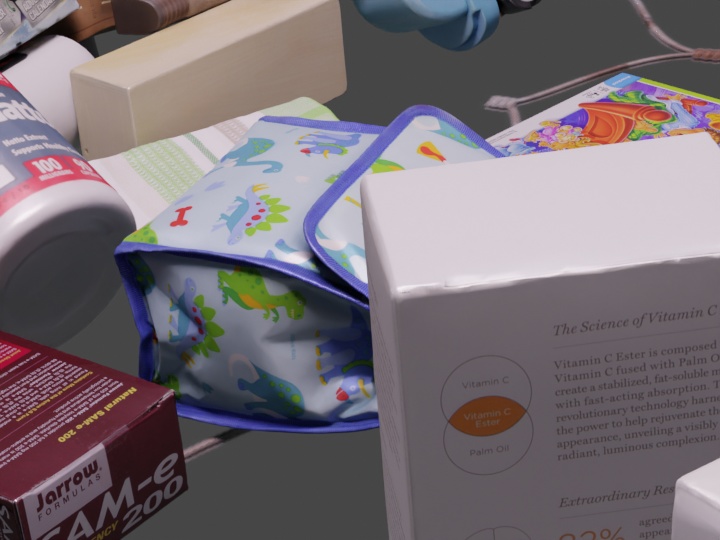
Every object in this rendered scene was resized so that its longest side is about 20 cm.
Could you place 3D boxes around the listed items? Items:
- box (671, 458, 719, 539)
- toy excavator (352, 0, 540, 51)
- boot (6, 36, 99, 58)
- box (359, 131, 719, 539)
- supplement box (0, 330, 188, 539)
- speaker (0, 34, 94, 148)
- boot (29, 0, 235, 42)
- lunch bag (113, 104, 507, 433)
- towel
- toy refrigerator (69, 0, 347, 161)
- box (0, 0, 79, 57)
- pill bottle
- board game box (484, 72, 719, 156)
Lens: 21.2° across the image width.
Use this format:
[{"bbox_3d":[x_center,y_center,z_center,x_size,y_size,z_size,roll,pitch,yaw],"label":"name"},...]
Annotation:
[{"bbox_3d":[0.202,0.163,0.569,0.130,0.201,0.199,-20,31,-30],"label":"box"},{"bbox_3d":[0.014,-0.230,1.384,0.200,0.195,0.100,-37,19,-31],"label":"toy excavator"},{"bbox_3d":[-0.277,-0.177,1.467,0.143,0.073,0.200,-17,30,-4],"label":"boot"},{"bbox_3d":[0.086,0.062,0.782,0.151,0.201,0.107,-7,27,-4],"label":"box"},{"bbox_3d":[-0.194,0.082,0.947,0.199,0.061,0.109,15,35,36],"label":"supplement box"},{"bbox_3d":[-0.249,-0.083,1.258,0.081,0.082,0.200,10,31,27],"label":"speaker"},{"bbox_3d":[-0.178,-0.219,1.392,0.199,0.071,0.146,15,34,17],"label":"boot"},{"bbox_3d":[0.000,0.000,0.996,0.199,0.128,0.170,9,32,25],"label":"lunch bag"},{"bbox_3d":[-0.082,-0.055,1.201,0.199,0.031,0.149,-21,41,-27],"label":"towel"},{"bbox_3d":[-0.103,-0.131,1.326,0.070,0.076,0.199,19,37,39],"label":"toy refrigerator"},{"bbox_3d":[-0.304,-0.138,1.323,0.199,0.040,0.137,-22,15,35],"label":"box"},{"bbox_3d":[-0.229,-0.054,1.084,0.119,0.120,0.200,-26,57,-34],"label":"pill bottle"},{"bbox_3d":[0.148,-0.055,1.166,0.199,0.045,0.134,-27,34,-36],"label":"board game box"}]
